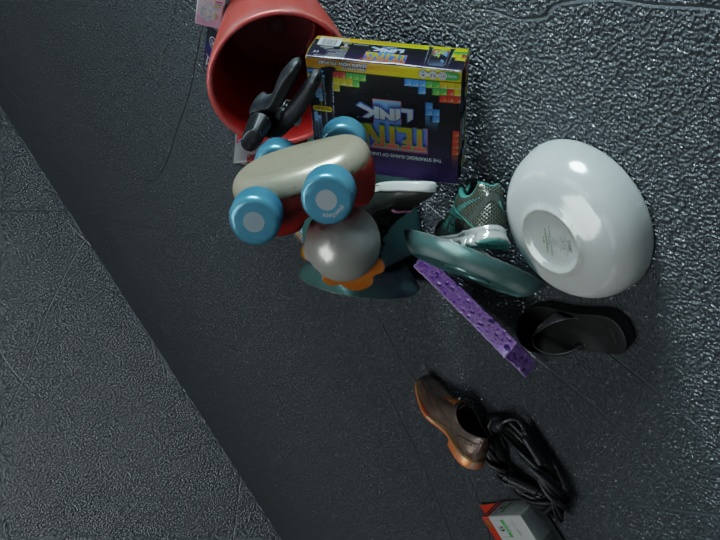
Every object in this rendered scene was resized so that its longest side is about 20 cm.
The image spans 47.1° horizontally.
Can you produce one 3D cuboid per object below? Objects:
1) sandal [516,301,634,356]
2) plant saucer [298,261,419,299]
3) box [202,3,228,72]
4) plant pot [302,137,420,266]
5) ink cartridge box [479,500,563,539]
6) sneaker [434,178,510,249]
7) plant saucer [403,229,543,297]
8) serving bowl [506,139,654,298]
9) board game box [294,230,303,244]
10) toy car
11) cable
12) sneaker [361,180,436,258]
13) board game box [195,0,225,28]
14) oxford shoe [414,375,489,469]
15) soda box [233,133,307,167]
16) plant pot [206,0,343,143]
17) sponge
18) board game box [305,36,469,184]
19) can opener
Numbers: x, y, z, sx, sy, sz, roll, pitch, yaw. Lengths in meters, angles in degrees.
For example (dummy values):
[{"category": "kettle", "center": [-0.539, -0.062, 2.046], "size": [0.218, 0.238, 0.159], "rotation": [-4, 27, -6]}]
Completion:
[{"category": "sandal", "center": [0.270, 0.081, 1.093], "size": [0.077, 0.043, 0.199], "rotation": [61, 153, -8]}, {"category": "plant saucer", "center": [0.000, 0.000, 1.322], "size": [0.198, 0.197, 0.037], "rotation": [23, 110, 47]}, {"category": "box", "center": [-0.172, -0.324, 1.371], "size": [0.201, 0.078, 0.142], "rotation": [51, 149, 13]}, {"category": "plant pot", "center": [-0.008, -0.119, 1.246], "size": [0.140, 0.140, 0.204], "rotation": [23, 129, 47]}, {"category": "ink cartridge box", "center": [0.276, 0.471, 1.475], "size": [0.110, 0.050, 0.200], "rotation": [57, 152, 2]}, {"category": "sneaker", "center": [0.150, -0.074, 1.101], "size": [0.200, 0.076, 0.093], "rotation": [-173, 85, -76]}, {"category": "plant saucer", "center": [0.144, -0.005, 1.090], "size": [0.197, 0.028, 0.200], "rotation": [21, 178, 1]}, {"category": "serving bowl", "center": [0.244, -0.049, 0.979], "size": [0.199, 0.065, 0.202], "rotation": [39, 147, 31]}, {"category": "board game box", "center": [-0.123, -0.159, 1.480], "size": [0.200, 0.056, 0.166], "rotation": [48, 153, 18]}, {"category": "toy car", "center": [-0.047, -0.051, 1.010], "size": [0.185, 0.173, 0.203], "rotation": [-81, -27, -60]}, {"category": "cable", "center": [0.264, 0.328, 1.349], "size": [0.202, 0.050, 0.163], "rotation": [56, 153, 3]}, {"category": "sneaker", "center": [0.029, -0.059, 1.082], "size": [0.198, 0.070, 0.102], "rotation": [-11, 83, 47]}, {"category": "board game box", "center": [-0.191, -0.484, 1.147], "size": [0.200, 0.042, 0.204], "rotation": [122, 152, -61]}, {"category": "oxford shoe", "center": [0.161, 0.240, 1.409], "size": [0.201, 0.070, 0.074], "rotation": [51, 136, 41]}, {"category": "soda box", "center": [-0.108, -0.175, 1.282], "size": [0.069, 0.199, 0.065], "rotation": [0, 83, 31]}, {"category": "plant pot", "center": [-0.116, -0.307, 1.147], "size": [0.179, 0.196, 0.203], "rotation": [-101, 5, -47]}, {"category": "sponge", "center": [0.165, 0.062, 1.184], "size": [0.200, 0.030, 0.111], "rotation": [47, -175, 33]}, {"category": "board game box", "center": [0.035, -0.203, 1.054], "size": [0.196, 0.057, 0.168], "rotation": [8, 133, 14]}, {"category": "can opener", "center": [-0.093, -0.206, 1.030], "size": [0.062, 0.080, 0.199], "rotation": [20, 158, -21]}]
